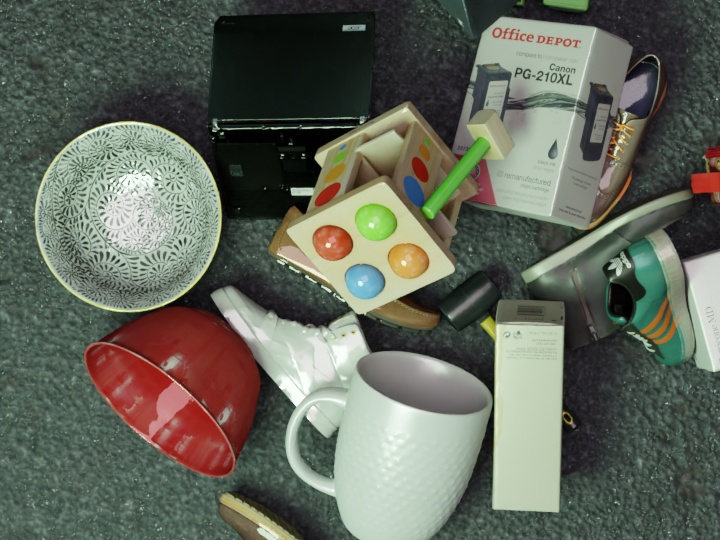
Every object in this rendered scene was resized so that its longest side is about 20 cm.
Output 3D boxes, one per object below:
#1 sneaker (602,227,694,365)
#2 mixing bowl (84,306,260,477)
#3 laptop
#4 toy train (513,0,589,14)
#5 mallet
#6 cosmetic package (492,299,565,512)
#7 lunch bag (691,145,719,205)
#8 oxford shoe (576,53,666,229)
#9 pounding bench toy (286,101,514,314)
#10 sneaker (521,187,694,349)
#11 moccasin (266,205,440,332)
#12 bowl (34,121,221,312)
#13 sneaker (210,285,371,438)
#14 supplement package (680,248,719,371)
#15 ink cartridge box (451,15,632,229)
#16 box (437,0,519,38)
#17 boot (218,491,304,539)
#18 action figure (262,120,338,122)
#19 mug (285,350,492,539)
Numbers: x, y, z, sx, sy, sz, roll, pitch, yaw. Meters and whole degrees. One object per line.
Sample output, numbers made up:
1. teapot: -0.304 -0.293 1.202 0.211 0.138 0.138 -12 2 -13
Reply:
1. sneaker: 0.291 0.037 1.664 0.080 0.200 0.071 -23 48 -1
2. mixing bowl: -0.179 0.112 1.700 0.200 0.200 0.108 39 63 4
3. laptop: -0.065 -0.162 1.725 0.177 0.103 0.200 0 130 12
4. toy train: 0.156 -0.314 1.749 0.199 0.042 0.057 9 100 5
5. mallet: 0.174 0.086 1.740 0.200 0.041 0.066 43 90 -1
6. cosmetic package: 0.175 0.139 1.678 0.073 0.104 0.201 2 102 7
7. lunch bag: 0.424 -0.097 1.644 0.176 0.200 0.082 -4 93 3
8. oxford shoe: 0.264 -0.140 1.708 0.071 0.073 0.200 22 83 9
9. pounding bench toy: 0.051 -0.071 1.599 0.200 0.156 0.124 -25 119 31
10. sneaker: 0.282 -0.004 1.720 0.200 0.075 0.106 -30 91 11
11. moccasin: 0.000 0.000 1.732 0.201 0.074 0.078 32 92 3
12. bowl: -0.241 -0.055 1.740 0.200 0.094 0.201 0 89 3
13. sneaker: -0.060 0.069 1.740 0.116 0.074 0.200 -42 96 0
14. supplement package: 0.438 0.022 1.678 0.199 0.120 0.122 -16 88 4
15. ink cartridge box: 0.184 -0.157 1.688 0.145 0.084 0.201 14 90 39
16. box: 0.123 -0.388 1.678 0.200 0.117 0.197 -40 67 -5
17. boot: -0.112 0.353 1.730 0.200 0.072 0.166 39 89 1
18. action figure: -0.079 -0.180 1.758 0.200 0.052 0.065 41 96 6
19. mug: 0.021 0.188 1.684 0.199 0.148 0.176 15 109 1
